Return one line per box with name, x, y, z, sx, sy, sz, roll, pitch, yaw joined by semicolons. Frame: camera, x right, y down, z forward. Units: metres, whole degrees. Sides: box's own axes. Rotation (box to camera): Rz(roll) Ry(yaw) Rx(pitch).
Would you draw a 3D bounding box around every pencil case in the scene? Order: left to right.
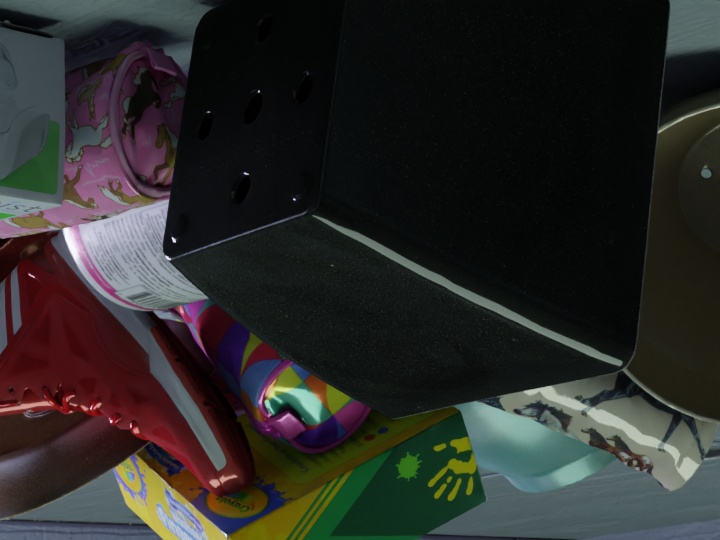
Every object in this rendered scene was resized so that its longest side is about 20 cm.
pencil case;-0.172;-0.066;1.534;0.200;0.083;0.087;-11;-155;41
pencil case;-0.064;0.032;1.730;0.088;0.089;0.200;4;-156;-30
pencil case;0.124;0.066;1.690;0.200;0.078;0.089;22;155;-12

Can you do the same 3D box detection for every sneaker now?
sneaker;-0.156;0.078;1.693;0.115;0.200;0.078;-38;157;3

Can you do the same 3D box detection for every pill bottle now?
pill bottle;-0.071;-0.047;1.598;0.113;0.114;0.200;7;166;-40

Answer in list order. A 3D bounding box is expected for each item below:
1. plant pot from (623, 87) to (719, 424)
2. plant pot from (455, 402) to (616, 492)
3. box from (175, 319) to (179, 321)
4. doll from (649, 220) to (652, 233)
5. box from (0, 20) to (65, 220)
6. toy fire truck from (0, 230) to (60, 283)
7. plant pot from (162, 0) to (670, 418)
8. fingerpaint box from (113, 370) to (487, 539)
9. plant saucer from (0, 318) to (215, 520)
plant pot;0.231;-0.028;1.652;0.200;0.201;0.135;-4;-158;9
plant pot;0.119;0.062;1.893;0.200;0.134;0.200;-29;-162;11
box;-0.074;0.045;1.892;0.200;0.075;0.050;-38;-161;-25
doll;0.125;0.010;1.730;0.136;0.049;0.200;-36;127;20
box;-0.280;-0.079;1.442;0.176;0.097;0.200;-9;166;43
toy fire truck;-0.222;-0.025;1.762;0.200;0.112;0.168;9;141;-47
plant pot;0.015;-0.055;1.414;0.177;0.200;0.200;19;159;-32
fingerpaint box;-0.045;0.119;1.756;0.167;0.073;0.200;-27;-151;-19
plant saucer;-0.182;0.087;1.792;0.200;0.032;0.200;-26;-161;10
